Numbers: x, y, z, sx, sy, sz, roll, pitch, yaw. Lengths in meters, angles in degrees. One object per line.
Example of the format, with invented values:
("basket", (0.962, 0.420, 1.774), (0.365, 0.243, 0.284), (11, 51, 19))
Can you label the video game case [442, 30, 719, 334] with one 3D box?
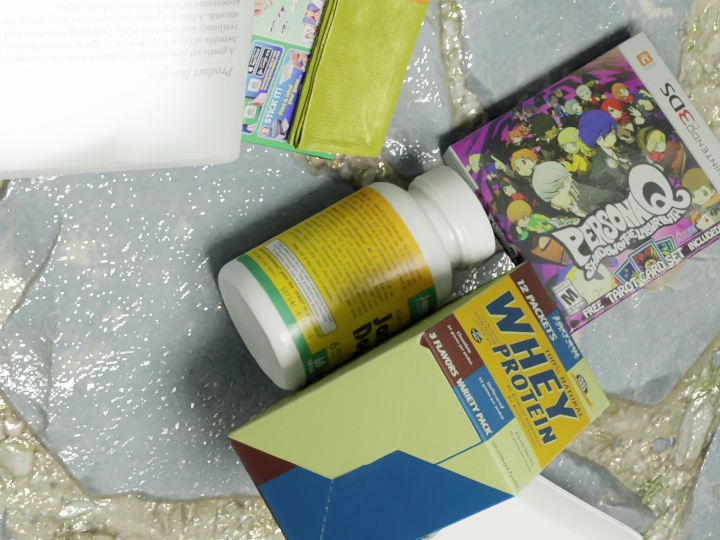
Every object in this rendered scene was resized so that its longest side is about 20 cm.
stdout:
("video game case", (0.198, -0.072, 1.411), (0.200, 0.181, 0.036), (-31, 172, -12))

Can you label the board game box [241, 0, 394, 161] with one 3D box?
("board game box", (-0.045, -0.187, 1.274), (0.135, 0.029, 0.200), (10, 110, -35))

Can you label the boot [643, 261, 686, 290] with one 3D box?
("boot", (0.229, -0.037, 1.502), (0.200, 0.070, 0.146), (-37, 130, -9))

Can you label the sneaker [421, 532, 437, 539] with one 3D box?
("sneaker", (0.054, 0.152, 1.503), (0.200, 0.075, 0.115), (-43, 130, -10))

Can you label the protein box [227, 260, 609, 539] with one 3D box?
("protein box", (0.049, 0.115, 1.330), (0.198, 0.135, 0.200), (-30, 180, 31))

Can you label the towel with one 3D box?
("towel", (0.010, -0.179, 1.283), (0.086, 0.018, 0.200), (4, 114, -33))

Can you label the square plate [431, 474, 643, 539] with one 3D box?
("square plate", (0.128, 0.280, 1.594), (0.198, 0.028, 0.200), (32, 91, -11))

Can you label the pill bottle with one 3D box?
("pill bottle", (0.000, 0.000, 1.354), (0.200, 0.113, 0.113), (-30, 128, -15))

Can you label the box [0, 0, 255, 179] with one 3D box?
("box", (-0.194, -0.171, 1.081), (0.199, 0.200, 0.171), (-6, 117, -29))
